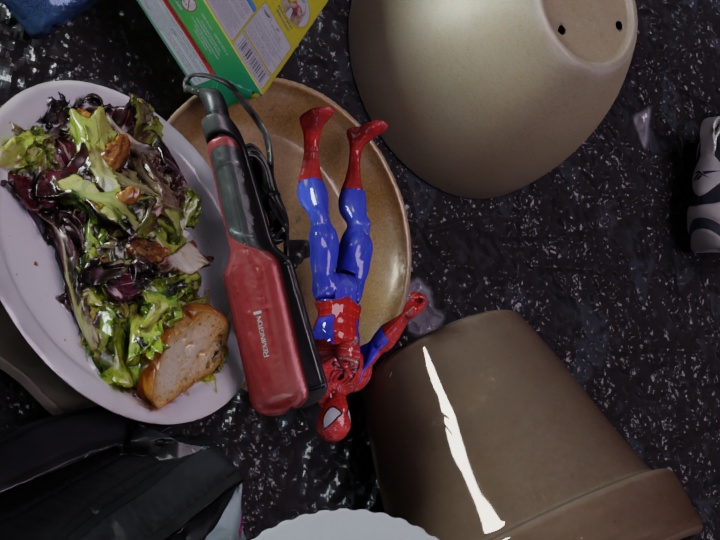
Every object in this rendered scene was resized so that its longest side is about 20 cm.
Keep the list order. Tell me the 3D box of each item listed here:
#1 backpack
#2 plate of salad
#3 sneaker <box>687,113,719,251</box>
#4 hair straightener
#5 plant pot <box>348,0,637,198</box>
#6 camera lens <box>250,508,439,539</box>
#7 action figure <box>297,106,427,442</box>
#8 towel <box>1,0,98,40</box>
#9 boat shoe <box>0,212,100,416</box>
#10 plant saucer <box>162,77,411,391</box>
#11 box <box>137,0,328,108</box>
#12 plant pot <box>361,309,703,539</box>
[{"bbox_3d":[-0.147,0.162,0.767,0.200,0.166,0.127,-37,144,-37],"label":"backpack"},{"bbox_3d":[-0.119,-0.016,0.817,0.199,0.048,0.201,30,47,-37],"label":"plate of salad"},{"bbox_3d":[0.340,-0.084,1.213,0.198,0.079,0.131,-4,90,-27],"label":"sneaker"},{"bbox_3d":[-0.060,-0.018,0.861,0.201,0.041,0.077,71,16,7],"label":"hair straightener"},{"bbox_3d":[0.110,-0.162,1.037,0.199,0.134,0.202,10,74,-35],"label":"plant pot"},{"bbox_3d":[0.000,0.230,0.757,0.160,0.159,0.201,-58,156,-30],"label":"camera lens"},{"bbox_3d":[0.000,0.000,0.901,0.065,0.099,0.202,10,77,-33],"label":"action figure"},{"bbox_3d":[-0.207,-0.240,0.873,0.112,0.048,0.201,-46,107,-33],"label":"towel"},{"bbox_3d":[-0.184,0.012,0.826,0.200,0.072,0.060,44,14,-17],"label":"boat shoe"},{"bbox_3d":[-0.057,-0.019,0.943,0.199,0.035,0.202,8,76,-34],"label":"plant saucer"},{"bbox_3d":[-0.068,-0.201,0.934,0.118,0.048,0.200,58,39,-25],"label":"box"},{"bbox_3d":[0.086,0.126,0.941,0.199,0.200,0.176,-11,68,-37],"label":"plant pot"}]
